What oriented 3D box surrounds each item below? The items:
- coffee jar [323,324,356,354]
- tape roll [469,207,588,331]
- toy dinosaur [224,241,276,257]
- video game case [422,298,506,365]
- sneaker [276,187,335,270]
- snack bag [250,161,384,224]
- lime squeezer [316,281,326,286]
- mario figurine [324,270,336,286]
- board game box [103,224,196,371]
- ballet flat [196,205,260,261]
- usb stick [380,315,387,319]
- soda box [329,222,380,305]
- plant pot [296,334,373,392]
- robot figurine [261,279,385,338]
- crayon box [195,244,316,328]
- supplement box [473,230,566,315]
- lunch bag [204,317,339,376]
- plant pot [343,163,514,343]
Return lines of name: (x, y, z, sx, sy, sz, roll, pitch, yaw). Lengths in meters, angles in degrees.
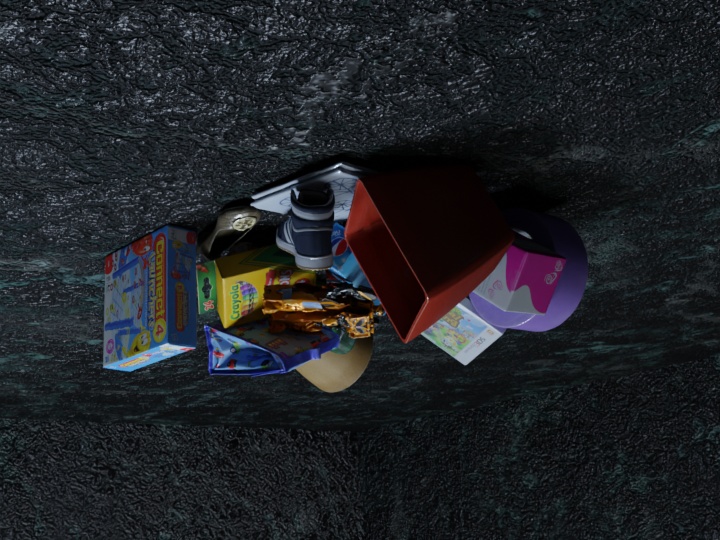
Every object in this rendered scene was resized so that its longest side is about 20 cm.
coffee jar: (-0.096, 0.091, 1.896, 0.199, 0.105, 0.085, 25, 168, -35)
tape roll: (0.276, -0.001, 1.587, 0.085, 0.201, 0.200, 8, 159, -40)
toy dinosaur: (-0.159, 0.003, 1.675, 0.200, 0.103, 0.136, 31, 129, -29)
video game case: (0.144, 0.081, 1.701, 0.200, 0.022, 0.182, 35, 152, 1)
sneaker: (-0.082, -0.077, 1.400, 0.070, 0.109, 0.200, -5, -163, -15)
snack bag: (-0.034, -0.114, 1.430, 0.188, 0.022, 0.199, -17, 162, 38)
lime squeezer: (-0.001, 0.034, 1.935, 0.199, 0.038, 0.071, -2, 131, -7)
mario figurine: (-0.019, 0.032, 1.756, 0.105, 0.124, 0.200, 16, 168, 1)
board game box: (-0.350, 0.049, 1.567, 0.056, 0.201, 0.195, 13, 155, -43)
ballet flat: (-0.213, -0.057, 1.519, 0.067, 0.047, 0.200, 4, 161, -32)
usb stick: (0.035, 0.067, 1.919, 0.055, 0.033, 0.200, -35, 166, -1)
soda box: (0.000, 0.000, 1.592, 0.064, 0.068, 0.200, 31, 172, 32)
plant pot: (-0.105, 0.140, 2.040, 0.186, 0.187, 0.200, -17, 144, 36)
robot figurine: (-0.058, 0.069, 1.568, 0.199, 0.058, 0.145, 3, 149, 5)
crayon box: (-0.174, 0.025, 1.600, 0.199, 0.051, 0.127, -15, 139, -18)
supplement box: (0.214, -0.016, 1.518, 0.103, 0.102, 0.200, 8, -162, -38)
lunch bag: (-0.145, 0.127, 1.637, 0.199, 0.095, 0.150, 4, -166, 37)
plant pot: (0.107, -0.043, 1.387, 0.176, 0.201, 0.200, -24, 163, -16)
